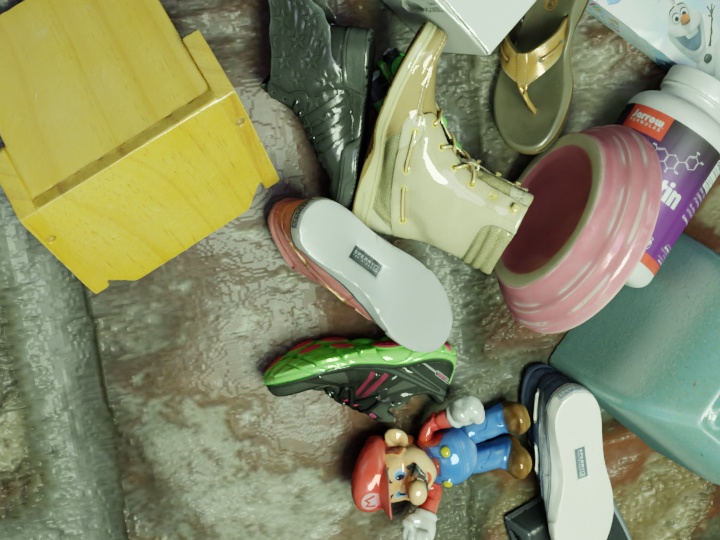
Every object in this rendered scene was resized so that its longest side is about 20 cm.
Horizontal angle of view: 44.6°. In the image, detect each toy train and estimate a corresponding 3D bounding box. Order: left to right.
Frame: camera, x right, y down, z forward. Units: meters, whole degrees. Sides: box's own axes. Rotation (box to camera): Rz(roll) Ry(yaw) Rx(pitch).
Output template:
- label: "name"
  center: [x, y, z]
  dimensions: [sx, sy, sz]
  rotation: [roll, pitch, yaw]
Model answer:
- label: "toy train"
  center: [0.066, -0.116, 0.842]
  dimensions: [0.056, 0.042, 0.202]
  rotation: [-31, 108, 7]

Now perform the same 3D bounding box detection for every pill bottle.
- label: "pill bottle"
  center: [0.283, -0.093, 0.861]
  dimensions: [0.111, 0.112, 0.202]
  rotation: [30, 94, -18]

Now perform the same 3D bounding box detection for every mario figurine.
- label: "mario figurine"
  center: [0.086, 0.202, 0.882]
  dimensions: [0.196, 0.106, 0.126]
  rotation: [-14, 75, -17]

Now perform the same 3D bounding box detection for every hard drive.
- label: "hard drive"
  center: [0.253, 0.335, 0.989]
  dimensions: [0.133, 0.042, 0.203]
  rotation: [-27, 107, -7]

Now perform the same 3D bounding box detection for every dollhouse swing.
- label: "dollhouse swing"
  center: [-0.213, -0.130, 0.773]
  dimensions: [0.198, 0.177, 0.183]
  rotation: [-32, 150, -5]

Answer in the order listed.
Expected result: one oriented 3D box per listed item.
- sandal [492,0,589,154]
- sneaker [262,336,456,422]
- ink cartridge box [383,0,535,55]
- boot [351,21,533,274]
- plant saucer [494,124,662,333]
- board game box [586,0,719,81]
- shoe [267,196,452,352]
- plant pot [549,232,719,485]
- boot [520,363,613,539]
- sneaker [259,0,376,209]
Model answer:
- label: "sandal"
  center: [0.165, -0.213, 0.818]
  dimensions: [0.054, 0.079, 0.205]
  rotation: [7, 99, -55]
- label: "sneaker"
  center: [0.003, 0.110, 0.859]
  dimensions: [0.195, 0.077, 0.086]
  rotation: [-2, 99, -12]
- label: "ink cartridge box"
  center: [0.122, -0.288, 0.759]
  dimensions: [0.083, 0.145, 0.201]
  rotation: [41, 91, -21]
- label: "boot"
  center: [0.085, -0.102, 0.777]
  dimensions: [0.153, 0.073, 0.203]
  rotation: [22, 121, 6]
- label: "plant saucer"
  center: [0.184, -0.046, 0.800]
  dimensions: [0.050, 0.200, 0.203]
  rotation: [25, 96, -21]
- label: "board game box"
  center: [0.340, -0.301, 0.863]
  dimensions: [0.197, 0.043, 0.203]
  rotation: [29, 95, -19]
- label: "shoe"
  center: [0.000, 0.000, 0.828]
  dimensions: [0.199, 0.091, 0.072]
  rotation: [40, 79, -26]
- label: "plant pot"
  center: [0.350, 0.098, 0.876]
  dimensions: [0.195, 0.200, 0.197]
  rotation: [36, 92, -19]
- label: "boot"
  center: [0.213, 0.201, 0.926]
  dimensions: [0.071, 0.090, 0.205]
  rotation: [-8, 107, -14]
- label: "sneaker"
  center: [-0.043, -0.159, 0.795]
  dimensions: [0.102, 0.060, 0.204]
  rotation: [10, 118, 6]
